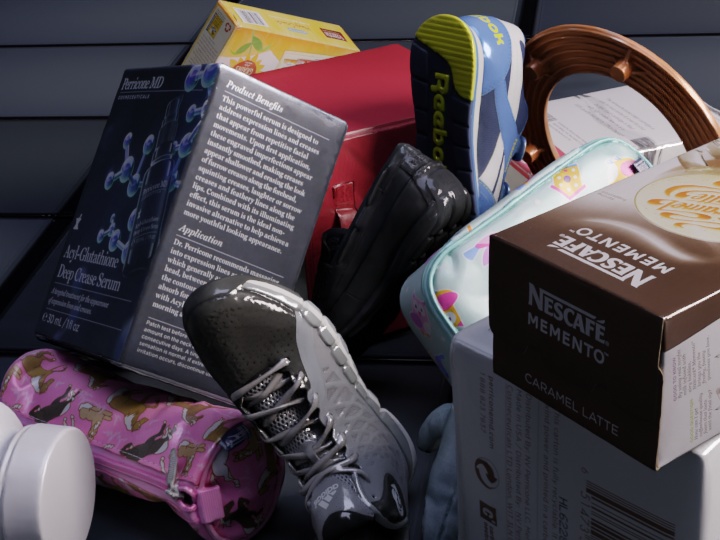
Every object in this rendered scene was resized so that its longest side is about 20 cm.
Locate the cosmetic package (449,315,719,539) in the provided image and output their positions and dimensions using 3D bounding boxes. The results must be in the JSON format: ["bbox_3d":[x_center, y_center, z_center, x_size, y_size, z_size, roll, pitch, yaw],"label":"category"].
[{"bbox_3d":[0.176,0.097,0.819,0.199,0.169,0.166,-25,34,-37],"label":"cosmetic package"}]

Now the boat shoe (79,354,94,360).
[{"bbox_3d":[-0.152,-0.016,1.138,0.066,0.074,0.201,14,70,18],"label":"boat shoe"}]

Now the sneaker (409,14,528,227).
[{"bbox_3d":[0.080,-0.084,1.038,0.074,0.201,0.082,25,32,36],"label":"sneaker"}]

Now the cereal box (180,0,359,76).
[{"bbox_3d":[-0.106,-0.125,1.235,0.143,0.200,0.040,2,42,-48],"label":"cereal box"}]

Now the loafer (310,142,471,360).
[{"bbox_3d":[0.000,0.000,1.021,0.070,0.201,0.068,47,31,18],"label":"loafer"}]

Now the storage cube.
[{"bbox_3d":[-0.002,-0.061,1.157,0.179,0.172,0.200,-16,28,-25],"label":"storage cube"}]

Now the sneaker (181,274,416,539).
[{"bbox_3d":[-0.026,0.096,0.849,0.075,0.200,0.116,-34,31,17],"label":"sneaker"}]

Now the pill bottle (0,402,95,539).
[{"bbox_3d":[-0.266,0.129,0.883,0.198,0.113,0.112,2,27,13],"label":"pill bottle"}]

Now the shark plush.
[{"bbox_3d":[0.090,0.075,0.863,0.091,0.201,0.083,36,25,15],"label":"shark plush"}]

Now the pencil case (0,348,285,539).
[{"bbox_3d":[-0.144,0.109,0.943,0.199,0.087,0.083,15,63,34],"label":"pencil case"}]

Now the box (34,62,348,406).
[{"bbox_3d":[-0.115,-0.026,0.986,0.107,0.201,0.148,22,-8,-33],"label":"box"}]

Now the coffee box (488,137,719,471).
[{"bbox_3d":[0.173,0.004,0.728,0.199,0.080,0.114,-23,34,-32],"label":"coffee box"}]

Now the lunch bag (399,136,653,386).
[{"bbox_3d":[0.142,0.017,0.973,0.199,0.161,0.077,-34,-4,-18],"label":"lunch bag"}]

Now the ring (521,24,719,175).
[{"bbox_3d":[0.177,-0.080,1.034,0.200,0.201,0.019,22,53,42],"label":"ring"}]

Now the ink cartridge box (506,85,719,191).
[{"bbox_3d":[0.209,-0.094,1.285,0.199,0.085,0.146,-14,28,-14],"label":"ink cartridge box"}]
